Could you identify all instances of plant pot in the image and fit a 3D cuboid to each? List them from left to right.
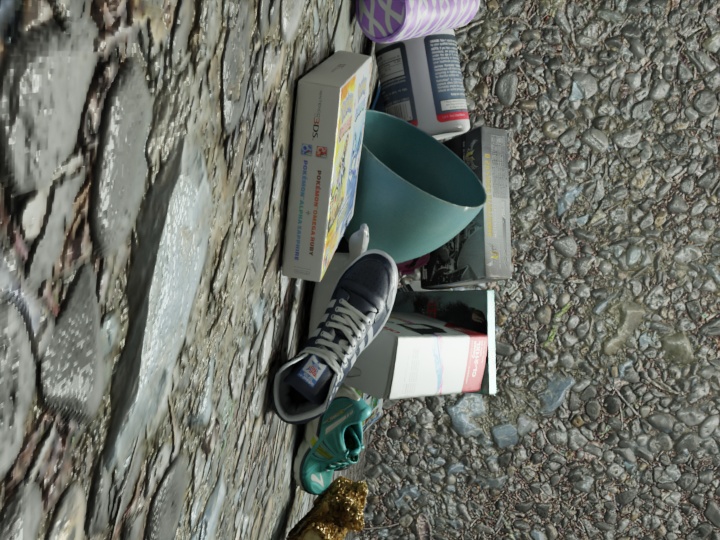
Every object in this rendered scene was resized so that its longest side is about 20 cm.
[{"bbox_3d":[0.044,-0.089,0.996,0.136,0.197,0.201,-58,-175,27],"label":"plant pot"}]

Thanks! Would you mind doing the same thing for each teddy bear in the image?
[{"bbox_3d":[-0.048,0.359,1.070,0.145,0.067,0.200,-43,177,5],"label":"teddy bear"}]

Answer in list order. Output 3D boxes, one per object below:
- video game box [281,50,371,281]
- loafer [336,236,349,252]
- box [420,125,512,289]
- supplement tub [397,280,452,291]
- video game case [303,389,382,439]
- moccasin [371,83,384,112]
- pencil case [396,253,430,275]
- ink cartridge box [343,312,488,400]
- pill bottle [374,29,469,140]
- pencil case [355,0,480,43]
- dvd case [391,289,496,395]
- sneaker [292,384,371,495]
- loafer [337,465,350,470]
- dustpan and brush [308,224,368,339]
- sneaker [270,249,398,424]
[{"bbox_3d":[-0.031,-0.114,0.788,0.201,0.046,0.186,-69,166,-66],"label":"video game box"},{"bbox_3d":[0.000,0.000,1.158,0.201,0.067,0.072,51,27,-75],"label":"loafer"},{"bbox_3d":[0.142,-0.081,1.088,0.158,0.047,0.205,-12,-103,62],"label":"box"},{"bbox_3d":[0.071,0.104,1.306,0.140,0.196,0.143,156,-90,-88],"label":"supplement tub"},{"bbox_3d":[-0.021,0.202,1.172,0.182,0.022,0.203,-38,146,-39],"label":"video game case"},{"bbox_3d":[0.046,-0.232,1.271,0.081,0.067,0.204,89,14,-66],"label":"moccasin"},{"bbox_3d":[0.045,-0.095,1.138,0.082,0.085,0.204,-34,-126,36],"label":"pencil case"},{"bbox_3d":[0.057,0.111,1.059,0.198,0.144,0.085,5,98,-47],"label":"ink cartridge box"},{"bbox_3d":[0.082,-0.288,1.105,0.120,0.117,0.205,-42,122,-81],"label":"pill bottle"},{"bbox_3d":[0.071,-0.335,0.965,0.199,0.083,0.087,-28,89,-49],"label":"pencil case"},{"bbox_3d":[0.115,0.103,1.159,0.022,0.198,0.150,0,89,-43],"label":"dvd case"},{"bbox_3d":[-0.038,0.240,1.059,0.077,0.079,0.203,-35,150,-48],"label":"sneaker"},{"bbox_3d":[-0.033,0.263,1.321,0.201,0.066,0.072,-74,158,-68],"label":"loafer"},{"bbox_3d":[-0.023,0.013,0.929,0.202,0.056,0.142,94,7,-50],"label":"dustpan and brush"},{"bbox_3d":[-0.027,0.073,0.816,0.202,0.069,0.108,-58,176,10],"label":"sneaker"}]
